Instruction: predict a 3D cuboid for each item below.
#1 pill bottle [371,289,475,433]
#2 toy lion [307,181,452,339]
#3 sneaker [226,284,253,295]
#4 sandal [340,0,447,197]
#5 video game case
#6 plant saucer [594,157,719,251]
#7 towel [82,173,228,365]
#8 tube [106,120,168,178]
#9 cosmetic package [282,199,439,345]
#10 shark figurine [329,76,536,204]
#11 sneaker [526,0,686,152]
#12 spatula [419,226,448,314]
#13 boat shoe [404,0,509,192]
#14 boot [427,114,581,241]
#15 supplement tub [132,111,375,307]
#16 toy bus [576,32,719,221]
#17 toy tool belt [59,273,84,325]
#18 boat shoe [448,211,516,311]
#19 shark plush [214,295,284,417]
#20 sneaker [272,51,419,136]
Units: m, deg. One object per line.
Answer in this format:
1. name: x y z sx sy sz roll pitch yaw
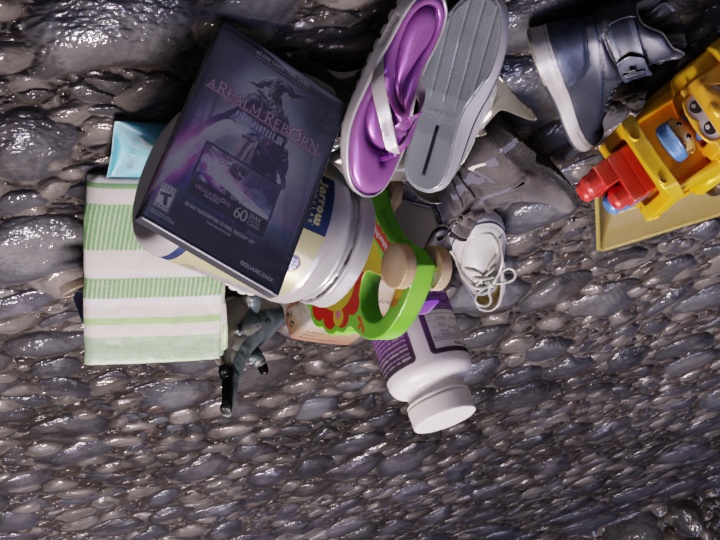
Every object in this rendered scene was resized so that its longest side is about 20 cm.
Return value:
1. pill bottle: 0.074 0.094 1.630 0.110 0.202 0.112 -16 159 -7
2. toy lion: 0.000 0.000 1.435 0.068 0.201 0.193 2 130 -34
3. sneaker: -0.133 -0.032 1.425 0.089 0.080 0.199 -31 150 33
4. sandal: 0.034 -0.158 1.191 0.082 0.050 0.205 -2 117 -41
5. video game case: -0.099 -0.097 1.141 0.142 0.202 0.019 30 156 -25
6. plant saucer: 0.372 -0.111 1.576 0.197 0.049 0.200 -17 153 3
7. towel: -0.211 -0.002 1.346 0.150 0.023 0.203 -1 108 -13
8. tube: -0.149 -0.117 1.293 0.197 0.051 0.078 0 136 -19
9. cosmetic package: 0.001 0.004 1.554 0.102 0.088 0.200 9 145 -38
10. shark figurine: 0.083 -0.120 1.355 0.212 0.091 0.128 -22 161 9
11. sneaker: 0.261 -0.198 1.314 0.144 0.078 0.202 -19 152 13
12. spatula: 0.071 0.007 1.470 0.056 0.021 0.201 -10 148 -15
13. boat shoe: 0.093 -0.174 1.249 0.067 0.073 0.202 -33 149 -61
14. boot: 0.153 -0.084 1.448 0.132 0.070 0.199 -46 137 12
15. supplement tub: -0.099 -0.055 1.233 0.198 0.147 0.145 22 138 -29
16. toy bus: 0.316 -0.128 1.334 0.191 0.137 0.200 -30 172 -9
17. toy tool belt: -0.268 0.039 1.441 0.122 0.126 0.200 -29 151 10
18. boat shoe: 0.154 0.002 1.633 0.074 0.087 0.203 -14 154 -1
19. shark plush: -0.132 0.089 1.557 0.091 0.201 0.083 -37 116 20
20. sneaker: -0.045 -0.154 1.254 0.197 0.078 0.088 4 164 -26
